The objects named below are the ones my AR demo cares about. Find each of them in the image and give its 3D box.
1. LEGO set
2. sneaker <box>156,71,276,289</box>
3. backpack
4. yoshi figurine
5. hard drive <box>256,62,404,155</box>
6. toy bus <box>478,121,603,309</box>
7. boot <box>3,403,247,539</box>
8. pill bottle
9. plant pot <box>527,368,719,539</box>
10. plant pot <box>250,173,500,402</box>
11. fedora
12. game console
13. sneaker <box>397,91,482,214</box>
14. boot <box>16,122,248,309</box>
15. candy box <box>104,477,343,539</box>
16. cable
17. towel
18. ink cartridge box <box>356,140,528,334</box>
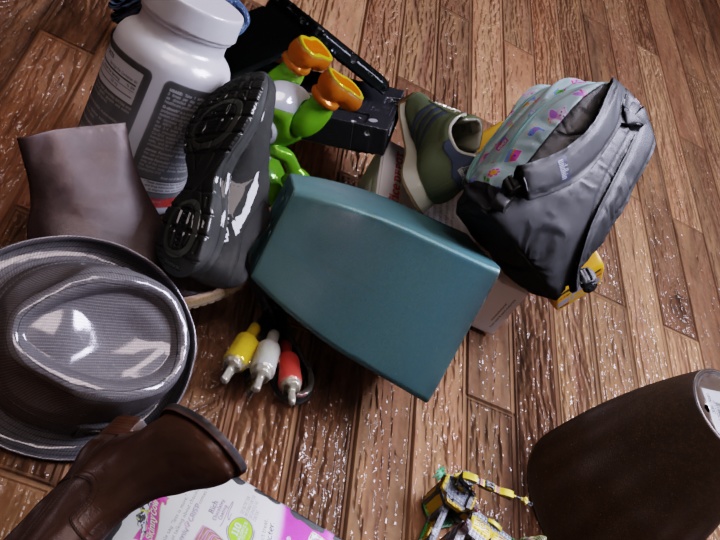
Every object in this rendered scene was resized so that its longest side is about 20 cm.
[{"bbox_3d":[0.133,0.255,0.791,0.200,0.116,0.154,43,42,6],"label":"LEGO set"},{"bbox_3d":[-0.114,-0.079,0.817,0.090,0.075,0.203,33,71,-50],"label":"sneaker"},{"bbox_3d":[0.189,-0.096,0.887,0.201,0.126,0.167,-53,128,-11],"label":"backpack"},{"bbox_3d":[-0.085,-0.136,0.948,0.111,0.200,0.113,37,21,-22],"label":"yoshi figurine"},{"bbox_3d":[-0.055,-0.189,1.050,0.196,0.038,0.140,13,30,4],"label":"hard drive"},{"bbox_3d":[0.185,-0.063,1.004,0.064,0.078,0.202,-31,68,0],"label":"toy bus"},{"bbox_3d":[-0.178,0.178,0.577,0.065,0.185,0.200,53,54,-16],"label":"boot"},{"bbox_3d":[-0.191,-0.165,0.860,0.114,0.202,0.116,25,22,-11],"label":"pill bottle"},{"bbox_3d":[0.296,0.190,0.901,0.184,0.201,0.189,18,45,-19],"label":"plant pot"},{"bbox_3d":[0.000,0.000,0.870,0.197,0.143,0.141,26,11,-13],"label":"plant pot"},{"bbox_3d":[-0.212,0.055,0.704,0.197,0.090,0.181,12,75,-27],"label":"fedora"},{"bbox_3d":[-0.086,-0.246,1.076,0.175,0.117,0.200,32,12,-32],"label":"game console"},{"bbox_3d":[0.093,-0.142,0.991,0.067,0.089,0.202,53,23,-32],"label":"sneaker"},{"bbox_3d":[-0.195,-0.047,0.810,0.197,0.072,0.170,-10,98,-33],"label":"boot"},{"bbox_3d":[-0.102,0.235,0.689,0.198,0.061,0.137,33,42,-6],"label":"candy box"},{"bbox_3d":[-0.078,0.049,0.878,0.096,0.050,0.202,23,43,-18],"label":"cable"},{"bbox_3d":[-0.198,-0.272,0.982,0.110,0.199,0.050,2,95,-29],"label":"towel"},{"bbox_3d":[0.088,-0.039,1.045,0.197,0.085,0.148,24,42,-14],"label":"ink cartridge box"}]
